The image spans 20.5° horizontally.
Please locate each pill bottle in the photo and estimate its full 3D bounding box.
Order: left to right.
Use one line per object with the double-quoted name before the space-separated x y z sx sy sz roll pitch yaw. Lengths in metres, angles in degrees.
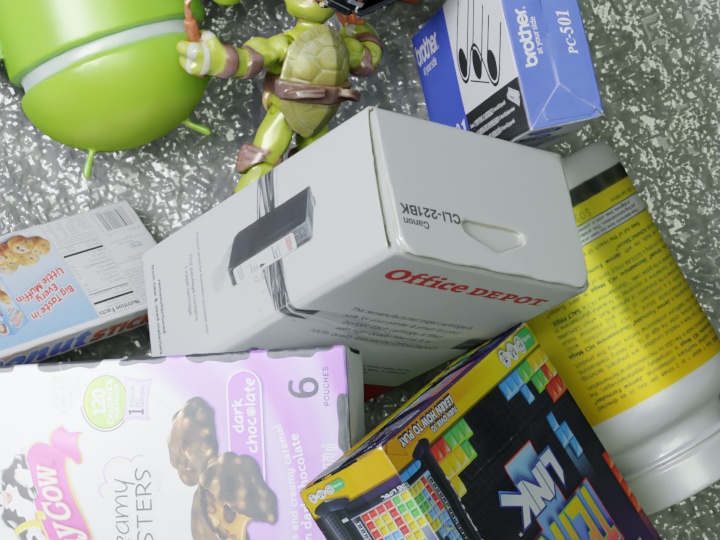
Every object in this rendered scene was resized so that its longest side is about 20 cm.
"pill bottle" 0.141 0.036 1.151 0.112 0.112 0.200 -29 89 -9

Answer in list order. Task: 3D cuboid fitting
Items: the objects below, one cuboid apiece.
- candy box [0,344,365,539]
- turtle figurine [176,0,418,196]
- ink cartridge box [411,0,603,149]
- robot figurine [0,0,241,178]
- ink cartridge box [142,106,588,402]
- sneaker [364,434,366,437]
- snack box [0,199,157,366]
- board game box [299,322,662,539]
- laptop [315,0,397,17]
"candy box" -0.097 0.128 1.003 0.200 0.072 0.168 -4 84 6
"turtle figurine" -0.029 -0.100 1.140 0.064 0.200 0.162 19 108 34
"ink cartridge box" 0.077 -0.110 1.111 0.044 0.200 0.094 -12 86 -11
"robot figurine" -0.155 -0.157 1.128 0.175 0.116 0.200 -20 88 -14
"ink cartridge box" 0.000 0.000 1.065 0.144 0.200 0.084 10 62 -40
"sneaker" -0.002 0.163 1.055 0.116 0.074 0.200 -43 80 -3
"snack box" -0.190 0.016 1.092 0.200 0.024 0.072 -19 67 -43
"board game box" 0.072 0.132 0.982 0.057 0.200 0.165 -33 91 29
"laptop" 0.007 -0.230 1.116 0.200 0.177 0.103 26 126 -4
